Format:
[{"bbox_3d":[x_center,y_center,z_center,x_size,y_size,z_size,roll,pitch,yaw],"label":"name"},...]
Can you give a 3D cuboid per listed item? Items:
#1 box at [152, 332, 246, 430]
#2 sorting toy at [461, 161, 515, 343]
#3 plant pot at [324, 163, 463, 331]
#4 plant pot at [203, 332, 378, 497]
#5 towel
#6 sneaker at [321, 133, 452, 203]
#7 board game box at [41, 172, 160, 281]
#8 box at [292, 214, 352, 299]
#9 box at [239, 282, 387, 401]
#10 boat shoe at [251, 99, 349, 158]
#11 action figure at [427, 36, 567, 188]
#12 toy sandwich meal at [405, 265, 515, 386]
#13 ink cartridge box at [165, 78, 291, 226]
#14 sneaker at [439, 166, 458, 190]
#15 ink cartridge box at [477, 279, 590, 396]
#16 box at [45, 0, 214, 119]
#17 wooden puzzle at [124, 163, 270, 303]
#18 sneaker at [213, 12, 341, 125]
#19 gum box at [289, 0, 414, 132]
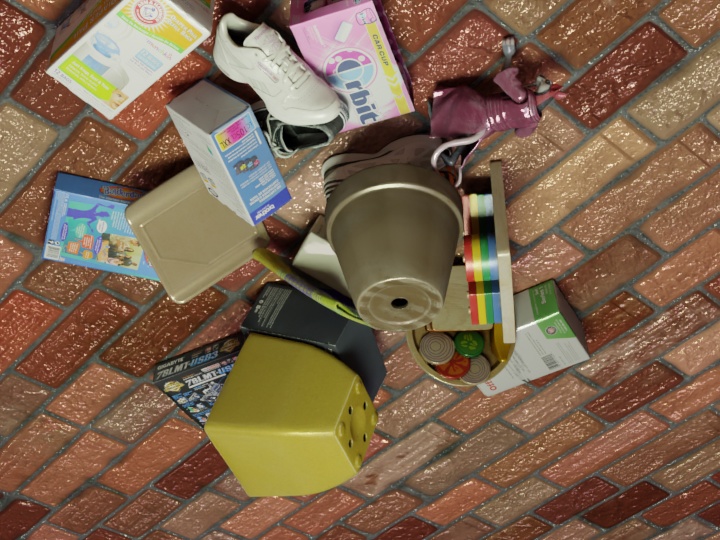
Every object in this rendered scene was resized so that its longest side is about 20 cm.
[{"bbox_3d":[-0.239,0.210,1.988,0.200,0.050,0.199,-22,132,19],"label":"box"},{"bbox_3d":[0.191,-0.026,1.666,0.070,0.200,0.199,-4,136,7],"label":"sorting toy"},{"bbox_3d":[0.050,-0.019,1.515,0.200,0.174,0.200,-1,139,-1],"label":"plant pot"},{"bbox_3d":[-0.090,0.235,1.723,0.200,0.196,0.194,2,137,27],"label":"plant pot"},{"bbox_3d":[-0.069,0.025,1.700,0.144,0.200,0.023,25,96,-53],"label":"towel"},{"bbox_3d":[0.042,-0.128,1.612,0.200,0.115,0.076,-13,135,9],"label":"sneaker"},{"bbox_3d":[-0.382,-0.064,1.703,0.200,0.045,0.152,12,133,-15],"label":"board game box"},{"bbox_3d":[0.000,0.000,1.716,0.200,0.082,0.068,30,116,-6],"label":"box"},{"bbox_3d":[-0.074,0.134,1.834,0.182,0.104,0.200,11,142,27],"label":"box"},{"bbox_3d":[-0.105,-0.191,1.524,0.199,0.068,0.074,2,141,37],"label":"boat shoe"},{"bbox_3d":[0.186,-0.220,1.514,0.200,0.149,0.134,-13,130,30],"label":"action figure"},{"bbox_3d":[0.168,0.087,1.787,0.205,0.205,0.070,2,163,-6],"label":"toy sandwich meal"},{"bbox_3d":[-0.179,-0.153,1.542,0.076,0.136,0.200,-35,132,-17],"label":"ink cartridge box"},{"bbox_3d":[0.091,-0.059,1.686,0.078,0.112,0.200,13,134,-15],"label":"sneaker"},{"bbox_3d":[0.274,0.120,1.899,0.200,0.084,0.146,-23,132,19],"label":"ink cartridge box"},{"bbox_3d":[-0.296,-0.310,1.417,0.200,0.101,0.112,-33,129,27],"label":"box"},{"bbox_3d":[-0.246,-0.068,1.669,0.185,0.037,0.200,-35,134,-14],"label":"wooden puzzle"},{"bbox_3d":[-0.113,-0.261,1.431,0.200,0.075,0.100,33,155,9],"label":"sneaker"},{"bbox_3d":[-0.011,-0.292,1.476,0.113,0.066,0.200,-14,135,13],"label":"gum box"}]
